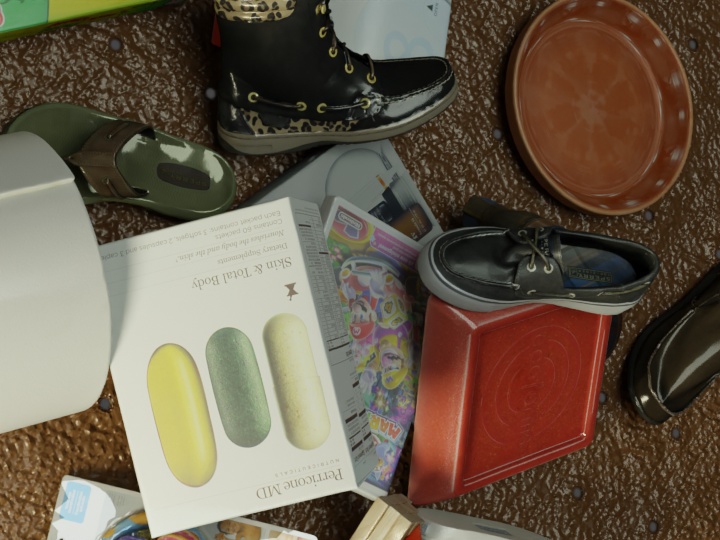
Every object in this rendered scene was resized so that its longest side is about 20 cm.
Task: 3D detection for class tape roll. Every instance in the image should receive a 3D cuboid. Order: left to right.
[{"bbox_3d":[-0.275,0.015,1.289,0.138,0.202,0.205,-14,90,-30],"label":"tape roll"}]

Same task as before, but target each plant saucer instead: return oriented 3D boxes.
[{"bbox_3d":[0.133,0.090,1.544,0.199,0.037,0.201,-16,124,-35],"label":"plant saucer"},{"bbox_3d":[0.212,-0.147,1.692,0.199,0.032,0.202,5,80,-29],"label":"plant saucer"}]

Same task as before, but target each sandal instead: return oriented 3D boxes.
[{"bbox_3d":[-0.180,-0.086,1.440,0.199,0.057,0.081,6,79,-29],"label":"sandal"}]

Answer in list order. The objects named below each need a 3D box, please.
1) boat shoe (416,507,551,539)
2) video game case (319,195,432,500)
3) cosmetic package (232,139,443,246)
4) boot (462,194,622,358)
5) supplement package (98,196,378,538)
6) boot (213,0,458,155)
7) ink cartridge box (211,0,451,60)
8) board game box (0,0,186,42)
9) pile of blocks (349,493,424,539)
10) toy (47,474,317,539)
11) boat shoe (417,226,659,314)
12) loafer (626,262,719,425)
[{"bbox_3d":[0.119,0.252,1.564,0.199,0.072,0.069,17,96,-34],"label":"boat shoe"},{"bbox_3d":[-0.004,0.062,1.477,0.143,0.018,0.202,29,73,-34],"label":"video game case"},{"bbox_3d":[0.000,0.000,1.538,0.150,0.052,0.201,-37,102,-26],"label":"cosmetic package"},{"bbox_3d":[0.158,0.005,1.616,0.075,0.097,0.200,-46,138,-10],"label":"boot"},{"bbox_3d":[-0.087,0.065,1.333,0.150,0.151,0.202,-14,89,6],"label":"supplement package"},{"bbox_3d":[-0.023,-0.178,1.474,0.198,0.073,0.152,-10,125,-5],"label":"boot"},{"bbox_3d":[-0.016,-0.236,1.563,0.199,0.047,0.162,16,75,-29],"label":"ink cartridge box"},{"bbox_3d":[-0.228,-0.239,1.441,0.199,0.048,0.103,-17,91,-31],"label":"board game box"},{"bbox_3d":[-0.009,0.265,1.467,0.062,0.082,0.200,36,76,19],"label":"pile of blocks"},{"bbox_3d":[-0.135,0.228,1.394,0.198,0.047,0.116,15,74,-9],"label":"toy"},{"bbox_3d":[0.144,-0.005,1.466,0.198,0.066,0.071,9,60,-22],"label":"boat shoe"},{"bbox_3d":[0.312,0.056,1.696,0.073,0.071,0.200,49,63,-15],"label":"loafer"}]
